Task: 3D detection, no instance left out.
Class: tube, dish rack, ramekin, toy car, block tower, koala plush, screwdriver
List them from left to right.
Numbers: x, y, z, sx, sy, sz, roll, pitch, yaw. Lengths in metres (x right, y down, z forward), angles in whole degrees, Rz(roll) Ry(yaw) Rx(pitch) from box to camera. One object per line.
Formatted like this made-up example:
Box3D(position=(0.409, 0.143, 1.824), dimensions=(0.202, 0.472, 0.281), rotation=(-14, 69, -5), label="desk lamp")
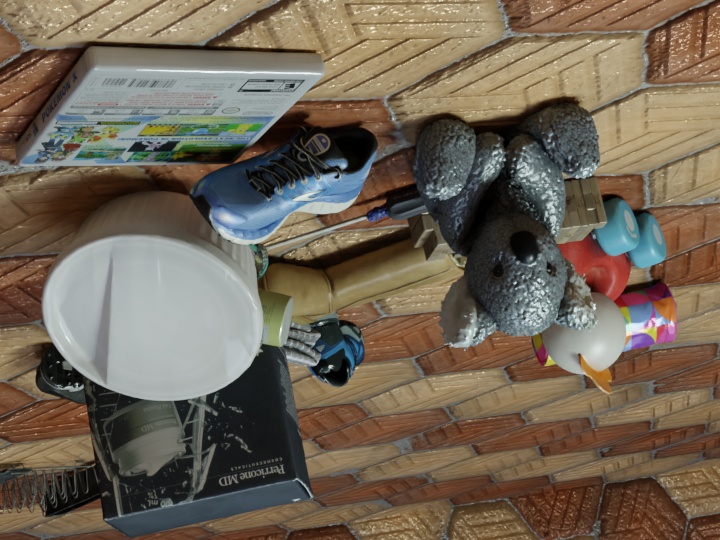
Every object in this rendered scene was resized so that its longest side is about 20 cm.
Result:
Box3D(position=(-0.494, 0.331, 2.572), dimensions=(0.153, 0.055, 0.199), rotation=(-27, 158, 39), label="dish rack")
Box3D(position=(-0.186, 0.017, 1.566), dimensions=(0.201, 0.094, 0.203), rotation=(2, 129, 2), label="ramekin")
Box3D(position=(-0.166, 0.029, 1.668), dimensions=(0.199, 0.058, 0.052), rotation=(11, 156, 6), label="tube")
Box3D(position=(-0.007, -0.046, 1.720), dimensions=(0.199, 0.029, 0.028), rotation=(-22, 162, 12), label="screwdriver")
Box3D(position=(0.153, -0.053, 1.784), dimensions=(0.199, 0.054, 0.058), rotation=(-8, 164, -14), label="block tower")
Box3D(position=(0.140, -0.027, 1.600), dimensions=(0.176, 0.201, 0.184), rotation=(-9, 163, -12), label="koala plush")
Box3D(position=(0.254, 0.048, 1.930), dimensions=(0.184, 0.201, 0.177), rotation=(-20, 162, 25), label="toy car")

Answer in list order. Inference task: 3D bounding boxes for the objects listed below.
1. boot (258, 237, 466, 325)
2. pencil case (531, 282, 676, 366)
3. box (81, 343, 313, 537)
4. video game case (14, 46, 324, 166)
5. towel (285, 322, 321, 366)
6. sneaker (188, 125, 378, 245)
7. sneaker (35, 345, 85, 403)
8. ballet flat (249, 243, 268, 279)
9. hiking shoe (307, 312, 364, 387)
Box3D(position=(0.000, 0.000, 1.841), dimensions=(0.199, 0.066, 0.175), rotation=(-18, 172, 15), label="boot")
Box3D(position=(0.319, 0.070, 2.266), dimensions=(0.199, 0.089, 0.088), rotation=(-8, 163, -7), label="pencil case")
Box3D(position=(-0.167, 0.148, 1.726), dimensions=(0.199, 0.198, 0.124), rotation=(-13, 163, 2), label="box")
Box3D(position=(-0.155, -0.129, 1.368), dimensions=(0.199, 0.022, 0.182), rotation=(-3, 161, -31), label="video game case")
Box3D(position=(-0.156, 0.079, 1.936), dimensions=(0.165, 0.086, 0.200), rotation=(-21, 161, 30), label="towel")
Box3D(position=(-0.063, -0.087, 1.470), dimensions=(0.200, 0.079, 0.089), rotation=(-24, 159, -43), label="sneaker")
Box3D(position=(-0.295, 0.121, 2.017), dimensions=(0.199, 0.067, 0.090), rotation=(2, 161, -30), label="sneaker")
Box3D(position=(-0.187, 0.002, 1.724), dimensions=(0.200, 0.072, 0.072), rotation=(-22, 161, 29), label="ballet flat")
Box3D(position=(-0.038, 0.107, 2.110), dimensions=(0.074, 0.087, 0.200), rotation=(-16, 163, 11), label="hiking shoe")
